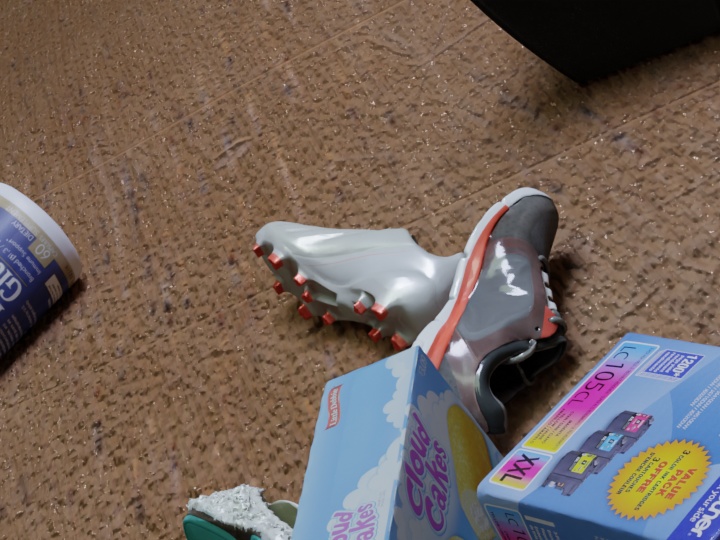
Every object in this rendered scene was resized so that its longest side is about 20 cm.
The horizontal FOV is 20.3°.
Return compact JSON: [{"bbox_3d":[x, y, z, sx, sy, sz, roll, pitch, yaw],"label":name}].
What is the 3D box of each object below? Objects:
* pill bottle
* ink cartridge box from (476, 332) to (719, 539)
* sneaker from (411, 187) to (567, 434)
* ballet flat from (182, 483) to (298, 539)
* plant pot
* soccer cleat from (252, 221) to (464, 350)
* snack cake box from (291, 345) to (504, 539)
[{"bbox_3d":[-0.337,0.032,1.682,0.200,0.111,0.111,-48,29,-20],"label":"pill bottle"},{"bbox_3d":[0.174,0.109,0.997,0.136,0.077,0.200,-43,29,-25],"label":"ink cartridge box"},{"bbox_3d":[0.096,0.033,1.248,0.081,0.077,0.200,13,51,22],"label":"sneaker"},{"bbox_3d":[-0.043,0.167,1.186,0.072,0.072,0.200,-43,28,-12],"label":"ballet flat"},{"bbox_3d":[0.179,-0.257,1.457,0.199,0.178,0.200,-19,32,29],"label":"plant pot"},{"bbox_3d":[0.000,0.000,1.396,0.078,0.069,0.200,-41,34,-20],"label":"soccer cleat"},{"bbox_3d":[0.024,0.151,1.075,0.067,0.115,0.200,-23,31,24],"label":"snack cake box"}]
